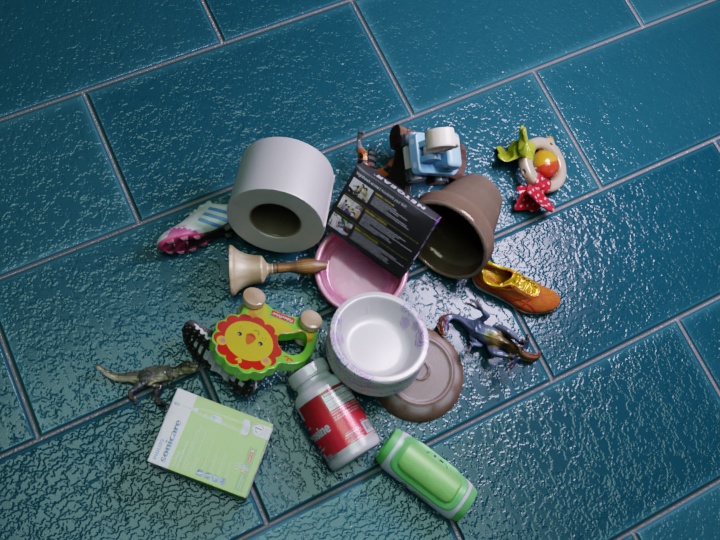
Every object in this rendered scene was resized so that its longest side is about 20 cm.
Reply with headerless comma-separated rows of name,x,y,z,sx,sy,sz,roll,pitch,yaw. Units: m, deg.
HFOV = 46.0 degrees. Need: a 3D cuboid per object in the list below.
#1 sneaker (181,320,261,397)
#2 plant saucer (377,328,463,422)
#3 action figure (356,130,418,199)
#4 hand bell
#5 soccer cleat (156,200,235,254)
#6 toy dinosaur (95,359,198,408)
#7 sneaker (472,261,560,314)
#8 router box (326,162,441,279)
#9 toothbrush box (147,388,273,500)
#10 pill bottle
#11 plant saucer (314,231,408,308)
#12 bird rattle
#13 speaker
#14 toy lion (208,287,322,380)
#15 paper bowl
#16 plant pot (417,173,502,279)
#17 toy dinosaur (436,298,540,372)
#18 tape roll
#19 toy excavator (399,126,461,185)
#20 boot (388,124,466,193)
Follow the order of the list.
sneaker,-0.267,0.165,1.684,0.199,0.067,0.090,38,30,12
plant saucer,0.120,0.208,1.744,0.198,0.037,0.203,3,71,-8
action figure,0.044,-0.181,1.851,0.199,0.104,0.196,22,74,-30
hand bell,-0.167,-0.003,1.731,0.197,0.104,0.105,-2,72,-6
soccer cleat,-0.334,-0.096,1.769,0.198,0.070,0.087,-18,65,-19
toy dinosaur,-0.416,0.220,1.657,0.197,0.048,0.089,-2,55,-10
sneaker,0.335,0.039,1.810,0.198,0.077,0.074,19,68,-3
router box,0.042,-0.101,1.724,0.199,0.051,0.150,35,112,7
toothbrush box,-0.283,0.333,1.617,0.198,0.086,0.147,20,70,-2
pill bottle,-0.057,0.277,1.654,0.112,0.112,0.201,-28,77,-16
plant saucer,0.000,0.000,1.784,0.198,0.051,0.203,1,73,-4
bird rattle,0.403,-0.228,1.900,0.162,0.113,0.202,-20,78,-31
speaker,0.128,0.399,1.655,0.199,0.089,0.089,37,71,5
toy lion,-0.189,0.139,1.660,0.198,0.069,0.193,21,44,-7
paper bowl,0.030,0.152,1.669,0.198,0.105,0.202,4,56,-7
plant pot,0.218,-0.110,1.798,0.200,0.201,0.175,38,52,6
toy dinosaur,0.255,0.145,1.777,0.181,0.200,0.106,25,79,38
tape roll,-0.161,-0.151,1.721,0.200,0.203,0.140,11,55,-4
toy excavator,0.155,-0.240,1.677,0.193,0.199,0.101,-2,83,-41
boot,0.156,-0.213,1.841,0.198,0.064,0.189,13,70,-33
